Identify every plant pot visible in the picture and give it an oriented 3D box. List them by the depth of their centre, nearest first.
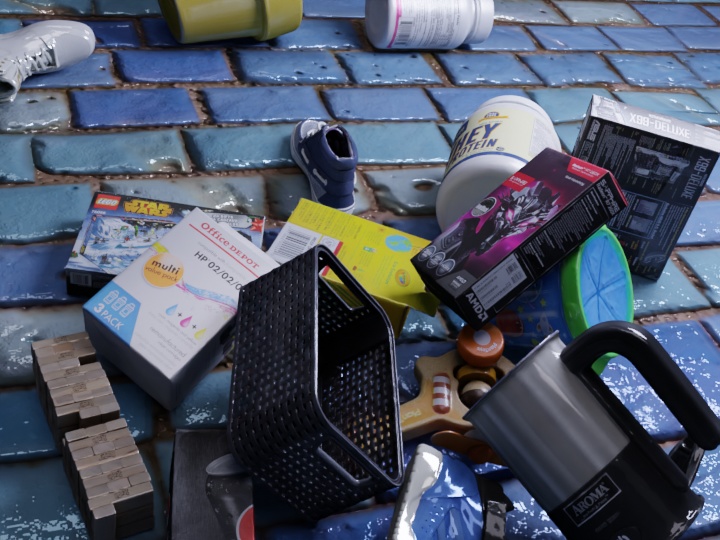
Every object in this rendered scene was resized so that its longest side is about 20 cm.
[{"bbox_3d":[-0.211,-0.438,1.421,0.186,0.203,0.202,-23,48,-17],"label":"plant pot"}]

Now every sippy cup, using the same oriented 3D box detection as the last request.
[{"bbox_3d":[0.204,0.028,0.992,0.128,0.141,0.179,-8,35,39],"label":"sippy cup"}]

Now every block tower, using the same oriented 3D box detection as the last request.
[{"bbox_3d":[-0.231,0.143,0.803,0.057,0.055,0.201,-11,45,-26],"label":"block tower"}]

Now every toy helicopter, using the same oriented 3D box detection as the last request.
[{"bbox_3d":[0.075,0.143,0.895,0.196,0.080,0.133,-18,56,-19],"label":"toy helicopter"}]

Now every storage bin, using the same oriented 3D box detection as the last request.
[{"bbox_3d":[-0.038,0.096,0.822,0.093,0.135,0.202,-27,39,20],"label":"storage bin"}]

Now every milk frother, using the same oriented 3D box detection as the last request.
[{"bbox_3d":[0.220,0.147,0.846,0.189,0.180,0.200,50,4,13],"label":"milk frother"}]

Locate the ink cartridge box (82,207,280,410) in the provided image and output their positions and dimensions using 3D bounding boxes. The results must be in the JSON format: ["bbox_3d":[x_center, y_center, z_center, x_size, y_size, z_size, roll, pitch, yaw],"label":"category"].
[{"bbox_3d":[-0.159,0.021,0.915,0.114,0.068,0.200,35,56,13],"label":"ink cartridge box"}]

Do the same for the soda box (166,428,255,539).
[{"bbox_3d":[-0.118,0.221,0.732,0.069,0.064,0.202,3,40,-12],"label":"soda box"}]

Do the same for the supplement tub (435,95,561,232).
[{"bbox_3d":[0.177,-0.118,1.166,0.142,0.147,0.201,16,38,4],"label":"supplement tub"}]

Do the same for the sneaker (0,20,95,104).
[{"bbox_3d":[-0.443,-0.267,1.236,0.196,0.075,0.116,-14,46,-16],"label":"sneaker"}]

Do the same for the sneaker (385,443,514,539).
[{"bbox_3d":[0.068,0.244,0.746,0.109,0.077,0.202,23,46,1],"label":"sneaker"}]

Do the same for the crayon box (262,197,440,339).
[{"bbox_3d":[0.000,0.000,1.046,0.196,0.052,0.128,19,39,8],"label":"crayon box"}]

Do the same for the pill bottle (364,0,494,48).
[{"bbox_3d":[0.115,-0.427,1.552,0.196,0.115,0.114,-5,41,-22],"label":"pill bottle"}]

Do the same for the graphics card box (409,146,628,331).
[{"bbox_3d":[0.156,-0.037,0.947,0.199,0.051,0.125,-40,27,-3],"label":"graphics card box"}]

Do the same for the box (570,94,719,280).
[{"bbox_3d":[0.325,-0.097,1.137,0.154,0.203,0.050,16,41,5],"label":"box"}]

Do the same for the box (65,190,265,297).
[{"bbox_3d":[-0.207,-0.019,1.019,0.195,0.040,0.138,8,40,-6],"label":"box"}]

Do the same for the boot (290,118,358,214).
[{"bbox_3d":[-0.041,-0.159,1.197,0.071,0.092,0.202,-3,41,-19],"label":"boot"}]
